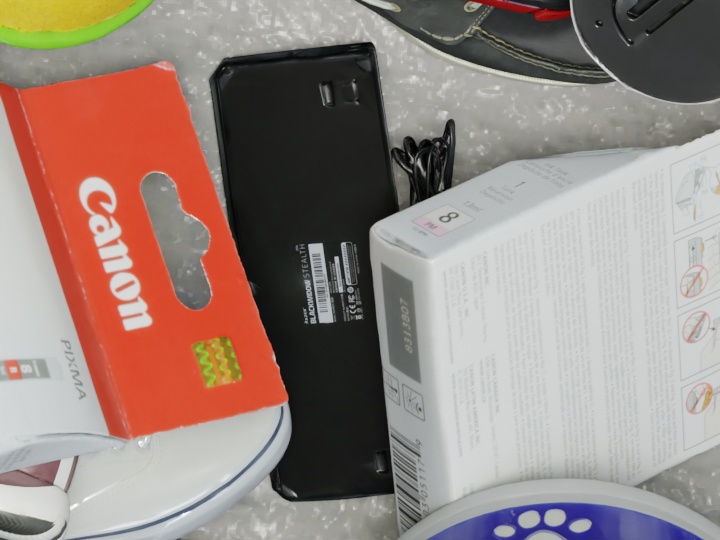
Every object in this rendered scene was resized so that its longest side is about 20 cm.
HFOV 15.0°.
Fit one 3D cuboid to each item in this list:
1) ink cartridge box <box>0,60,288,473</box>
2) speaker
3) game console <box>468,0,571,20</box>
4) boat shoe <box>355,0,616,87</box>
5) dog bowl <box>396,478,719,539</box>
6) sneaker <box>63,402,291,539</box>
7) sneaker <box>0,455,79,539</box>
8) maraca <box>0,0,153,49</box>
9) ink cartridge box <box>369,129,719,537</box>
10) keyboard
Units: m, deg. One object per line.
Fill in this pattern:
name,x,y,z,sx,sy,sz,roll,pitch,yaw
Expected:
ink cartridge box,-0.135,-0.006,1.048,0.200,0.050,0.162,-12,70,-23
speaker,0.152,-0.150,1.085,0.081,0.200,0.081,15,132,18
game console,0.031,-0.207,1.099,0.177,0.031,0.200,12,73,-14
boat shoe,0.036,-0.127,1.139,0.200,0.068,0.072,24,95,-15
dog bowl,0.085,0.190,1.128,0.200,0.079,0.200,2,116,4
sneaker,-0.123,0.079,1.134,0.200,0.073,0.071,-18,148,-14
sneaker,-0.196,0.032,1.078,0.200,0.076,0.116,23,62,-7
maraca,-0.118,-0.184,1.084,0.137,0.107,0.200,23,75,-20
ink cartridge box,0.100,0.022,1.170,0.200,0.057,0.163,-27,126,-30
keyboard,0.000,0.000,1.183,0.104,0.040,0.200,-4,105,15
